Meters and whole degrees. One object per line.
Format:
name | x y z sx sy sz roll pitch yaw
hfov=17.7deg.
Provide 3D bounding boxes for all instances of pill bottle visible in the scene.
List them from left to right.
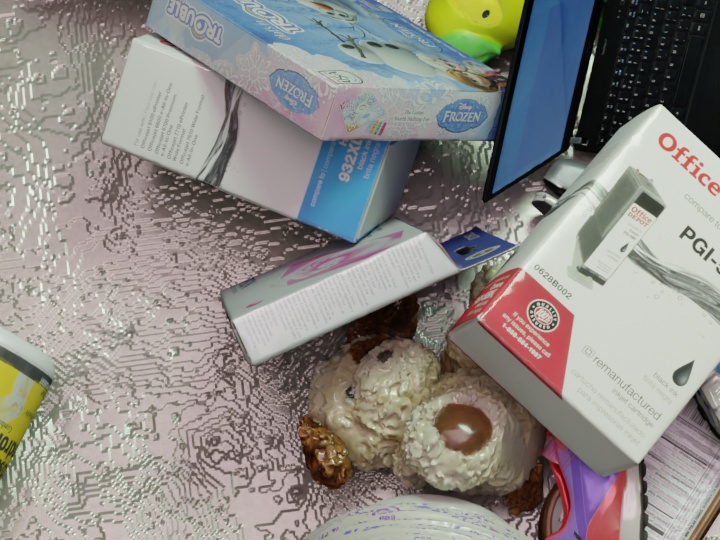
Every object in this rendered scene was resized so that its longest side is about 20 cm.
pill bottle | -0.308 0.130 1.643 0.111 0.112 0.201 25 79 8

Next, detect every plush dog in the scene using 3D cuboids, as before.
plush dog | 0.046 0.097 1.642 0.171 0.161 0.201 12 48 19

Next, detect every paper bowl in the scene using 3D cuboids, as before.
paper bowl | 0.045 0.231 1.570 0.199 0.201 0.105 7 45 4

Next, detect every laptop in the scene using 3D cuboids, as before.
laptop | 0.196 -0.135 1.633 0.198 0.178 0.104 8 33 -5

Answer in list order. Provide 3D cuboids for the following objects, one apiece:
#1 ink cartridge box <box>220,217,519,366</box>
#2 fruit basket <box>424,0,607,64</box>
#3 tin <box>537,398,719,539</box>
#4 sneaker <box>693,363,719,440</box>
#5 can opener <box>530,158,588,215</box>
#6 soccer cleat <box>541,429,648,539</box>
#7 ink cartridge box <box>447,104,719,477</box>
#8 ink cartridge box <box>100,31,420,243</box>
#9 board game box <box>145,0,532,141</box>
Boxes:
ink cartridge box | 0.000 0.000 1.620 0.199 0.196 0.044 -25 96 -4
fruit basket | 0.125 -0.246 1.709 0.214 0.156 0.217 4 65 -9
tin | 0.206 0.149 1.657 0.112 0.042 0.201 32 80 13
sneaker | 0.249 0.021 1.626 0.086 0.075 0.201 -28 91 -2
can opener | 0.217 -0.015 1.688 0.199 0.053 0.067 30 80 8
soccer cleat | 0.160 0.101 1.619 0.073 0.068 0.202 -2 79 1
ink cartridge box | 0.179 0.012 1.535 0.147 0.083 0.200 41 74 -2
ink cartridge box | -0.066 -0.103 1.661 0.199 0.145 0.084 22 105 8
board game box | -0.014 -0.149 1.627 0.200 0.198 0.044 35 117 38
